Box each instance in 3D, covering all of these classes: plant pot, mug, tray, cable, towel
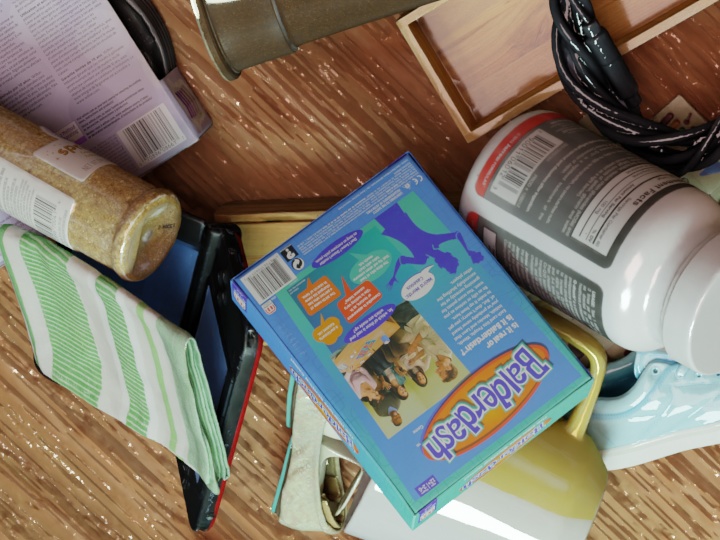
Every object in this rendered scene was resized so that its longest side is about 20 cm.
[{"bbox_3d":[-0.014,-0.245,1.648,0.197,0.200,0.202,-12,104,6],"label":"plant pot"},{"bbox_3d":[0.091,0.133,1.716,0.152,0.150,0.187,26,140,0],"label":"mug"},{"bbox_3d":[0.134,-0.180,1.710,0.199,0.037,0.099,-29,99,19],"label":"tray"},{"bbox_3d":[0.203,-0.158,1.658,0.162,0.051,0.202,9,109,8],"label":"cable"},{"bbox_3d":[-0.171,0.057,1.725,0.199,0.023,0.153,32,148,35],"label":"towel"},{"bbox_3d":[0.000,0.000,1.785,0.198,0.037,0.099,-2,107,13],"label":"tray"}]

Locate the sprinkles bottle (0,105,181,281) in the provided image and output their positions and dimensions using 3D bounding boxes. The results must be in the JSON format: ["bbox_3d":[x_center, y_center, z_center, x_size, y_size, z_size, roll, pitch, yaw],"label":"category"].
[{"bbox_3d":[-0.218,-0.063,1.715,0.199,0.068,0.069,28,111,24],"label":"sprinkles bottle"}]

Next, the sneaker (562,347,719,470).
[{"bbox_3d":[0.228,0.073,1.739,0.199,0.074,0.082,-24,120,17],"label":"sneaker"}]

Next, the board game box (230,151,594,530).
[{"bbox_3d":[0.033,0.045,1.648,0.152,0.045,0.200,-35,75,-12],"label":"board game box"}]

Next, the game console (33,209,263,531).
[{"bbox_3d":[-0.153,0.060,1.771,0.118,0.173,0.201,2,132,-17],"label":"game console"}]

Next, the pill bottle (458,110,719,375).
[{"bbox_3d":[0.171,-0.017,1.661,0.199,0.115,0.117,32,114,35],"label":"pill bottle"}]

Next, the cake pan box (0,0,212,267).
[{"bbox_3d":[-0.230,-0.130,1.792,0.199,0.052,0.185,-32,100,18],"label":"cake pan box"}]

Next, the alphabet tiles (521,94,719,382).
[{"bbox_3d":[0.186,-0.022,1.764,0.166,0.006,0.200,45,109,-5],"label":"alphabet tiles"}]

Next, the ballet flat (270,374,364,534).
[{"bbox_3d":[-0.021,0.113,1.793,0.062,0.068,0.201,19,136,10],"label":"ballet flat"}]
